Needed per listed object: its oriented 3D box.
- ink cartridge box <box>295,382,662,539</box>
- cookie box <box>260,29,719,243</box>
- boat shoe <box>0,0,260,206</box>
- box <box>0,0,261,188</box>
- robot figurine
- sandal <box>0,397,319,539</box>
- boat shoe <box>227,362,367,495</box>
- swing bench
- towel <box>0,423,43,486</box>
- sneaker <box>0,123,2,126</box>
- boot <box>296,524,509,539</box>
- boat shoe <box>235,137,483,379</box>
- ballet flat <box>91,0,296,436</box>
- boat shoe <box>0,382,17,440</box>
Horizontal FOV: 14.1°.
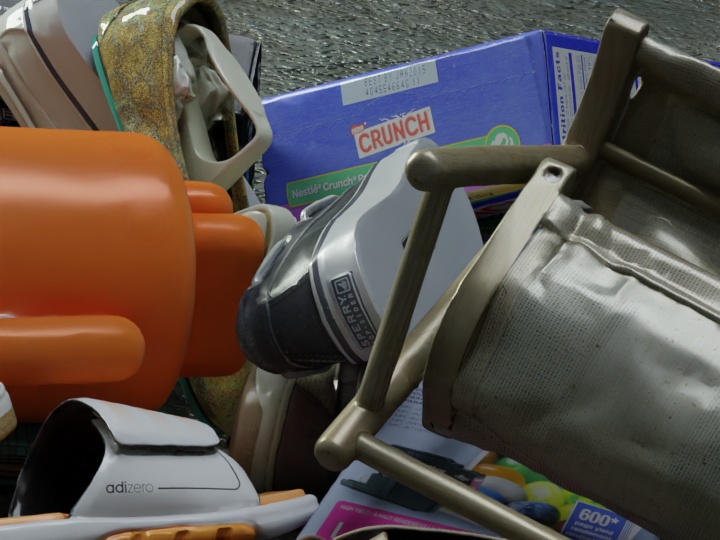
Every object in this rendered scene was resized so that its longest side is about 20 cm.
[{"bbox_3d":[0.062,0.079,1.096,0.119,0.042,0.200,14,30,15],"label":"ink cartridge box"},{"bbox_3d":[0.073,-0.062,1.473,0.171,0.075,0.200,-11,-8,34],"label":"cookie box"},{"bbox_3d":[-0.102,-0.036,1.316,0.066,0.200,0.072,-28,15,29],"label":"boat shoe"},{"bbox_3d":[-0.150,-0.070,1.419,0.200,0.046,0.159,9,-27,2],"label":"box"},{"bbox_3d":[-0.140,0.002,1.121,0.200,0.117,0.144,1,59,-24],"label":"robot figurine"},{"bbox_3d":[-0.104,0.074,1.025,0.207,0.059,0.079,-3,-8,-36],"label":"sandal"},{"bbox_3d":[-0.005,0.047,1.217,0.065,0.072,0.200,16,20,7],"label":"boat shoe"},{"bbox_3d":[0.125,0.024,1.043,0.199,0.130,0.200,28,30,17],"label":"swing bench"},{"bbox_3d":[-0.161,0.043,1.203,0.147,0.022,0.200,6,18,-10],"label":"towel"},{"bbox_3d":[-0.155,-0.041,1.348,0.200,0.116,0.078,-8,24,-44],"label":"sneaker"},{"bbox_3d":[-0.022,0.113,0.952,0.200,0.076,0.074,7,17,-2],"label":"boot"},{"bbox_3d":[0.000,0.000,1.163,0.068,0.072,0.200,-20,10,18],"label":"boat shoe"},{"bbox_3d":[-0.062,-0.031,1.239,0.071,0.200,0.071,-14,-19,-5],"label":"ballet flat"},{"bbox_3d":[-0.218,0.039,1.029,0.200,0.069,0.071,-8,15,18],"label":"boat shoe"}]
